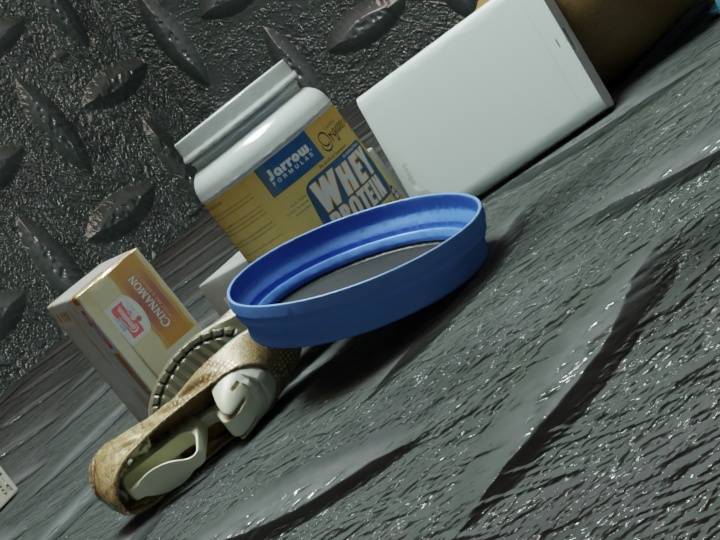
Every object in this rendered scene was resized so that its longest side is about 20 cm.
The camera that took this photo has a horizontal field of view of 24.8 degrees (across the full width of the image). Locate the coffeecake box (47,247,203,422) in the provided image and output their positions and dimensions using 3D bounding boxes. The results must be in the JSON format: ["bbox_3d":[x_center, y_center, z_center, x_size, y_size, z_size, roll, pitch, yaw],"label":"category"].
[{"bbox_3d":[-0.203,0.067,1.513,0.073,0.154,0.200,-40,9,-16],"label":"coffeecake box"}]

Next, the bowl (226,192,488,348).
[{"bbox_3d":[0.000,0.000,1.203,0.199,0.040,0.201,-19,15,5],"label":"bowl"}]

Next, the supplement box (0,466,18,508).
[{"bbox_3d":[-0.484,0.290,1.805,0.126,0.074,0.200,-33,9,29],"label":"supplement box"}]

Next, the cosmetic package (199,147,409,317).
[{"bbox_3d":[-0.048,-0.022,1.580,0.200,0.091,0.107,-40,8,-34],"label":"cosmetic package"}]

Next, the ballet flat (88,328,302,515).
[{"bbox_3d":[-0.115,0.117,1.234,0.200,0.071,0.065,-41,34,1],"label":"ballet flat"}]

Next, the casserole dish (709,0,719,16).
[{"bbox_3d":[0.367,-0.286,1.373,0.199,0.039,0.121,-34,10,25],"label":"casserole dish"}]

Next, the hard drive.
[{"bbox_3d":[0.104,-0.145,1.413,0.199,0.133,0.026,-34,-8,29],"label":"hard drive"}]

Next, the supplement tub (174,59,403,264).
[{"bbox_3d":[-0.055,-0.067,1.433,0.144,0.201,0.145,-37,8,6],"label":"supplement tub"}]

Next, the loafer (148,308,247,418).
[{"bbox_3d":[-0.090,0.067,1.327,0.200,0.075,0.068,-47,-20,-15],"label":"loafer"}]

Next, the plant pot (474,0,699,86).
[{"bbox_3d":[0.177,-0.228,1.465,0.201,0.186,0.187,-54,2,22],"label":"plant pot"}]
